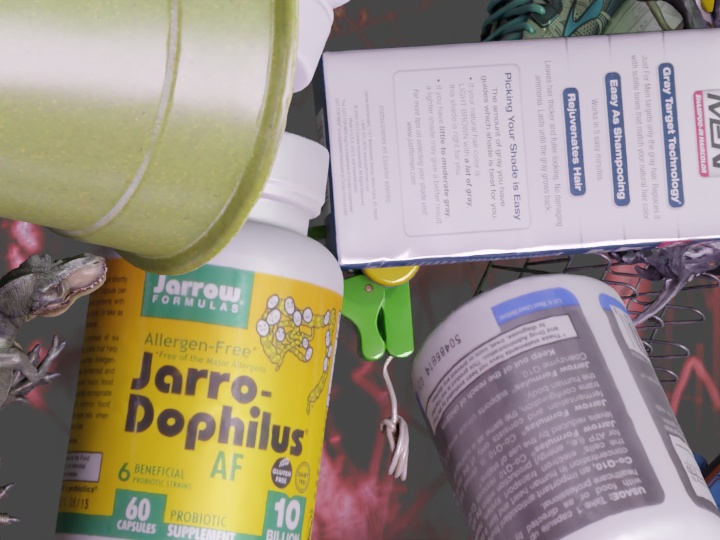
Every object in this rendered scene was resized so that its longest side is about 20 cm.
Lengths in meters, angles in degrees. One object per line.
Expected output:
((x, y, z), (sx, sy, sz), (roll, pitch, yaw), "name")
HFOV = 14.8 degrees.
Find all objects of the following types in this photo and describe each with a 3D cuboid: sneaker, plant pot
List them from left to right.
((-0.156, -0.098, 1.106), (0.190, 0.200, 0.200), (0, 90, -33), "plant pot")
((0.087, -0.122, 1.419), (0.200, 0.078, 0.086), (-47, 115, -46), "sneaker")

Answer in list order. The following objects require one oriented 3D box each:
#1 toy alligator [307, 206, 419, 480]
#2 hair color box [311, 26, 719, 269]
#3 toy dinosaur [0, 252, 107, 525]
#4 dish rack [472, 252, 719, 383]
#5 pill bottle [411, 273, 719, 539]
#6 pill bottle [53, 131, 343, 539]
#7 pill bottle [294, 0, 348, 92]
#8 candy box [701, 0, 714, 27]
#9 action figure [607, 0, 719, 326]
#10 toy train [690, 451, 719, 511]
((0.000, 0.000, 1.340), (0.054, 0.059, 0.200), (3, 88, -4), "toy alligator")
((0.081, -0.056, 1.289), (0.200, 0.061, 0.100), (-4, 88, -5), "hair color box")
((-0.165, 0.069, 1.161), (0.200, 0.047, 0.088), (-57, 161, 7), "toy dinosaur")
((0.124, 0.019, 1.461), (0.153, 0.055, 0.200), (46, 60, -34), "dish rack")
((0.106, 0.111, 1.309), (0.114, 0.114, 0.200), (18, 40, -44), "pill bottle")
((-0.067, 0.039, 1.227), (0.113, 0.113, 0.200), (16, 79, -44), "pill bottle")
((-0.037, -0.188, 1.256), (0.114, 0.114, 0.200), (33, 68, -40), "pill bottle")
((0.143, -0.205, 1.454), (0.026, 0.102, 0.200), (-34, 120, 3), "candy box")
((0.173, -0.067, 1.387), (0.119, 0.102, 0.200), (-26, 121, -58), "action figure")
((0.168, 0.160, 1.461), (0.200, 0.114, 0.087), (-38, 115, -39), "toy train")
